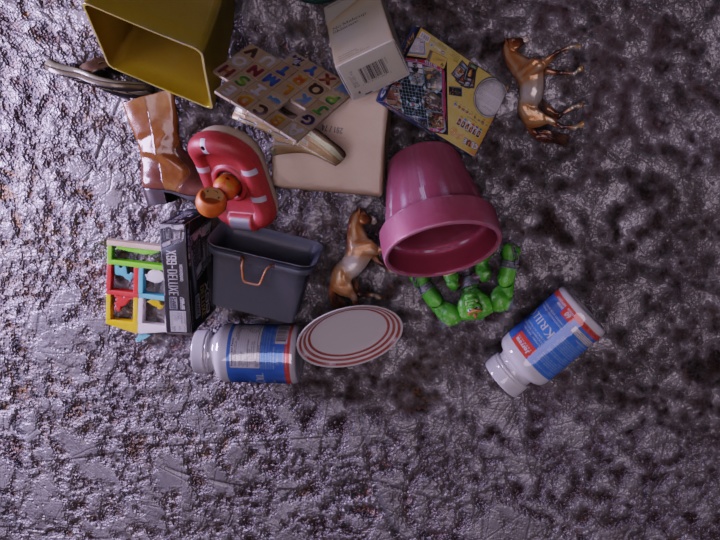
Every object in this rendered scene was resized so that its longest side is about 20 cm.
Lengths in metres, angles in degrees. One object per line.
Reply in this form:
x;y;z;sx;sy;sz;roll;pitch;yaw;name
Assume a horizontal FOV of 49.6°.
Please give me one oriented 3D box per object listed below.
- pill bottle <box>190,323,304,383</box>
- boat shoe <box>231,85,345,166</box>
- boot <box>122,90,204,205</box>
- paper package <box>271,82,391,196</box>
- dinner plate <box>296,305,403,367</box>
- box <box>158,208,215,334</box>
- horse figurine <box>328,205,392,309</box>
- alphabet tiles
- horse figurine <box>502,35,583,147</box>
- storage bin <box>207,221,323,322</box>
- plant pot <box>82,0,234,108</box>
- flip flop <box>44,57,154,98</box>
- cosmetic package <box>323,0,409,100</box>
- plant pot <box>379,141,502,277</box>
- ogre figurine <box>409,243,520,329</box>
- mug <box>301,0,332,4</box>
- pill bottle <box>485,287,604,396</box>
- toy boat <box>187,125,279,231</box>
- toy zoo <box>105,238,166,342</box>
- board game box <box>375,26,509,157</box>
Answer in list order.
-0.212;0.156;1.471;0.199;0.112;0.113;1;104;7;pill bottle
-0.120;-0.219;1.281;0.200;0.072;0.076;34;92;8;boat shoe
-0.323;-0.228;1.416;0.188;0.068;0.201;-4;103;18;boot
-0.047;-0.234;1.361;0.199;0.103;0.191;6;104;4;paper package
-0.021;0.117;1.435;0.199;0.024;0.200;-10;144;-8;dinner plate
-0.312;-0.002;1.418;0.050;0.158;0.201;1;103;6;box
0.000;0.000;1.435;0.132;0.050;0.200;30;101;-11;horse figurine
-0.131;-0.300;1.263;0.200;0.167;0.008;33;146;14;alphabet tiles
0.313;-0.303;1.330;0.132;0.050;0.201;-1;110;19;horse figurine
-0.182;0.012;1.426;0.199;0.146;0.135;12;115;3;storage bin
-0.307;-0.420;1.290;0.199;0.200;0.177;22;74;0;plant pot
-0.465;-0.355;1.394;0.199;0.081;0.058;17;91;7;flip flop
0.007;-0.375;1.267;0.103;0.200;0.073;-23;134;11;cosmetic package
0.122;-0.109;1.320;0.199;0.200;0.180;-15;64;9;plant pot
0.201;0.031;1.410;0.199;0.098;0.120;-15;84;-6;ogre figurine
-0.076;-0.539;1.280;0.151;0.114;0.186;12;105;3;mug
0.327;0.134;1.401;0.112;0.112;0.200;45;103;-6;pill bottle
-0.228;-0.139;1.306;0.130;0.131;0.200;6;131;28;toy boat
-0.428;0.044;1.511;0.131;0.020;0.201;7;104;4;toy zoo
0.139;-0.296;1.306;0.200;0.035;0.136;26;93;-27;board game box
